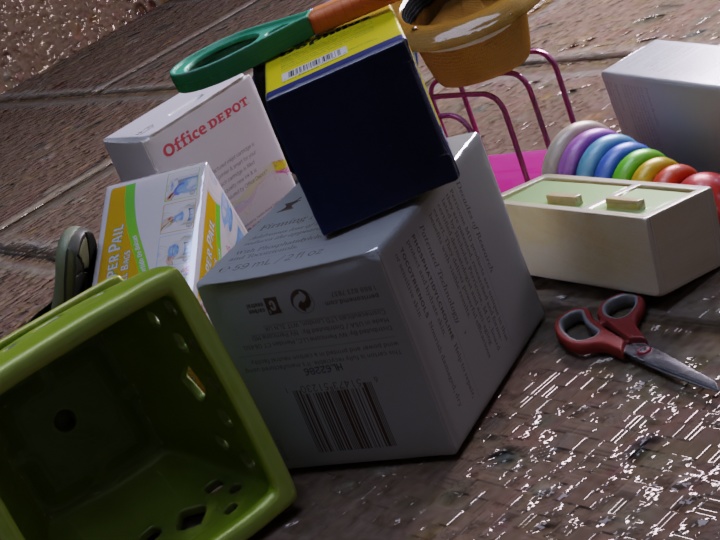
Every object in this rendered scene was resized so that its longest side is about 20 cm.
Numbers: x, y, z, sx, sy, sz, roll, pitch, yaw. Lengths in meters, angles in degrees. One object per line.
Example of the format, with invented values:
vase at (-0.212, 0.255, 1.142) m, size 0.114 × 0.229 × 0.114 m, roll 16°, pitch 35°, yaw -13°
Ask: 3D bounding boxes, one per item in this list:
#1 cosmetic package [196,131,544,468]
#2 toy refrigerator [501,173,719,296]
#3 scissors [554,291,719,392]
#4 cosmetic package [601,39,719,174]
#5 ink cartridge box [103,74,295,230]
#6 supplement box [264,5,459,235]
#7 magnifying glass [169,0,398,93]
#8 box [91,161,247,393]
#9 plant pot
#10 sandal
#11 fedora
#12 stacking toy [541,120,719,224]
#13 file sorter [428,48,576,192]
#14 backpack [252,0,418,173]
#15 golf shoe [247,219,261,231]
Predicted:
cosmetic package at (0.013, 0.023, 1.160) m, size 0.166 × 0.168 × 0.200 m, roll -10°, pitch 23°, yaw 32°
toy refrigerator at (0.192, -0.035, 1.230) m, size 0.075 × 0.071 × 0.199 m, roll -23°, pitch 18°, yaw -28°
scissors at (0.193, 0.061, 1.095) m, size 0.072 × 0.014 × 0.200 m, roll -21°, pitch 22°, yaw -1°
cosmetic package at (0.303, -0.139, 1.334) m, size 0.074 × 0.102 × 0.200 m, roll -31°, pitch 23°, yaw -17°
ink cartridge box at (-0.145, -0.074, 1.519) m, size 0.147 × 0.202 × 0.085 m, roll -37°, pitch 24°, yaw -34°
supplement box at (-0.003, -0.124, 1.141) m, size 0.109 × 0.110 × 0.200 m, roll -23°, pitch 20°, yaw 4°
magnifying glass at (-0.054, -0.181, 1.151) m, size 0.198 × 0.023 × 0.080 m, roll -18°, pitch 21°, yaw 16°
box at (-0.164, 0.022, 1.327) m, size 0.100 × 0.113 × 0.202 m, roll -13°, pitch 48°, yaw 15°
plant pot at (-0.194, 0.122, 1.113) m, size 0.198 × 0.202 × 0.181 m, roll -31°, pitch 16°, yaw -19°
sandal at (-0.272, 0.052, 1.336) m, size 0.057 × 0.203 × 0.080 m, roll 11°, pitch 20°, yaw 0°
fedora at (0.106, -0.228, 1.438) m, size 0.199 × 0.082 × 0.201 m, roll -18°, pitch 27°, yaw 9°
stacking toy at (0.240, -0.067, 1.278) m, size 0.085 × 0.086 × 0.200 m, roll -31°, pitch 29°, yaw -19°
file sorter at (0.100, -0.111, 1.451) m, size 0.138 × 0.126 × 0.200 m, roll -1°, pitch 30°, yaw 45°
backpack at (-0.015, -0.210, 1.755) m, size 0.146 × 0.185 × 0.199 m, roll 25°, pitch 44°, yaw 34°
golf shoe at (-0.100, 0.021, 1.442) m, size 0.092 × 0.073 × 0.200 m, roll 26°, pitch 56°, yaw 40°
